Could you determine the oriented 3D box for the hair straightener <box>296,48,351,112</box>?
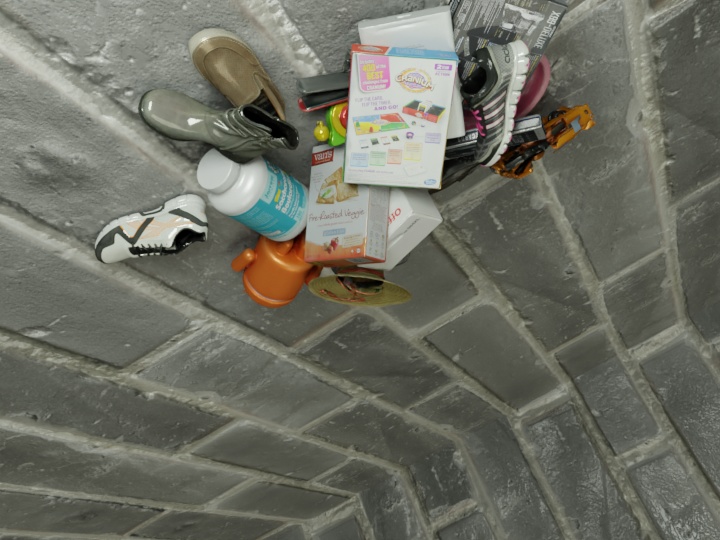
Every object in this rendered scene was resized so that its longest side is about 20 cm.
[{"bbox_3d":[0.000,-0.295,1.141,0.199,0.041,0.077,-13,142,-6],"label":"hair straightener"}]

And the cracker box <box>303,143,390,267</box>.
[{"bbox_3d":[-0.021,-0.111,1.237,0.134,0.201,0.058,-5,166,40],"label":"cracker box"}]

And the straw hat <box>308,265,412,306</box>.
[{"bbox_3d":[0.000,0.000,1.374,0.200,0.085,0.201,7,163,2],"label":"straw hat"}]

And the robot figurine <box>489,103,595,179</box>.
[{"bbox_3d":[0.328,-0.234,1.404,0.200,0.058,0.145,-37,-167,-2],"label":"robot figurine"}]

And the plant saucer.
[{"bbox_3d":[0.221,-0.309,1.285,0.200,0.051,0.201,-19,151,-11],"label":"plant saucer"}]

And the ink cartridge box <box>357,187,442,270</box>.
[{"bbox_3d":[0.031,-0.121,1.294,0.084,0.201,0.146,9,137,-44],"label":"ink cartridge box"}]

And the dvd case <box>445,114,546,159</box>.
[{"bbox_3d":[0.211,-0.222,1.290,0.199,0.025,0.150,-9,180,17],"label":"dvd case"}]

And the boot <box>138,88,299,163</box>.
[{"bbox_3d":[-0.190,-0.211,1.046,0.199,0.068,0.130,18,164,-38],"label":"boot"}]

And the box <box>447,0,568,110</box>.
[{"bbox_3d":[0.192,-0.337,1.140,0.157,0.050,0.200,10,131,-17],"label":"box"}]

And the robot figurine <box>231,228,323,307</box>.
[{"bbox_3d":[-0.155,-0.009,1.429,0.144,0.117,0.200,-26,158,-44],"label":"robot figurine"}]

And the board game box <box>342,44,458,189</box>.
[{"bbox_3d":[0.055,-0.222,1.114,0.152,0.040,0.201,4,121,-3],"label":"board game box"}]

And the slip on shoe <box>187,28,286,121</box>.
[{"bbox_3d":[-0.165,-0.260,1.066,0.076,0.061,0.200,-29,151,8],"label":"slip on shoe"}]

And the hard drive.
[{"bbox_3d":[0.080,-0.281,1.128,0.131,0.026,0.201,-9,130,7],"label":"hard drive"}]

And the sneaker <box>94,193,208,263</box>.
[{"bbox_3d":[-0.343,-0.055,1.250,0.199,0.080,0.074,-24,152,2],"label":"sneaker"}]

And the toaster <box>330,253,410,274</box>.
[{"bbox_3d":[0.024,-0.074,1.455,0.199,0.114,0.129,-11,146,-13],"label":"toaster"}]

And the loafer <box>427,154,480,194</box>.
[{"bbox_3d":[0.182,-0.206,1.415,0.199,0.073,0.071,-28,163,12],"label":"loafer"}]

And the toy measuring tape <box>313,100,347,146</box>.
[{"bbox_3d":[0.015,-0.256,1.204,0.199,0.074,0.074,-23,151,-13],"label":"toy measuring tape"}]

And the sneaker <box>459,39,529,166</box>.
[{"bbox_3d":[0.187,-0.250,1.140,0.087,0.074,0.201,2,130,-9],"label":"sneaker"}]

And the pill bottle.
[{"bbox_3d":[-0.172,-0.127,1.225,0.111,0.111,0.200,-34,150,17],"label":"pill bottle"}]
